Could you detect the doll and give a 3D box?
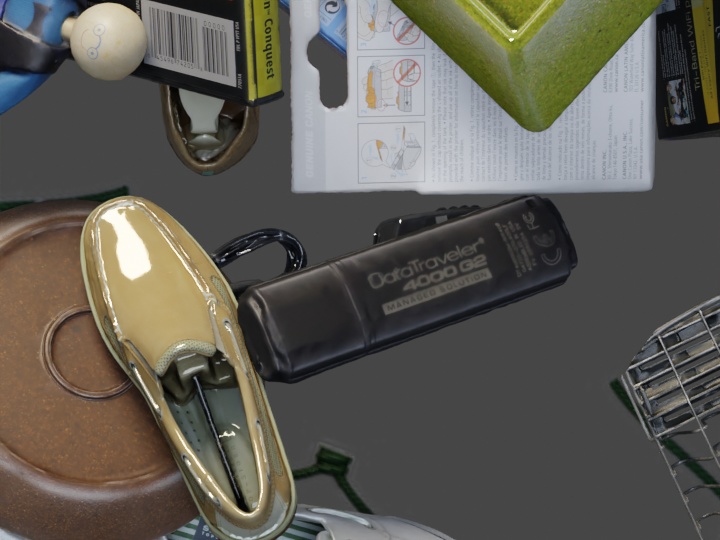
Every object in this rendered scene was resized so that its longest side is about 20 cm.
[{"bbox_3d":[-0.201,-0.137,1.553,0.200,0.048,0.137,17,90,18],"label":"doll"}]

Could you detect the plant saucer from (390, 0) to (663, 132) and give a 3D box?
[{"bbox_3d":[0.080,-0.207,1.517,0.200,0.048,0.200,44,103,10],"label":"plant saucer"}]

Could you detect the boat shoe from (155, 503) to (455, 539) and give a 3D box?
[{"bbox_3d":[-0.022,0.165,1.618,0.200,0.067,0.074,11,90,-5],"label":"boat shoe"}]

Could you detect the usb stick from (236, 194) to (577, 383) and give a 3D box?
[{"bbox_3d":[0.026,0.008,1.575,0.200,0.033,0.056,-19,81,-29],"label":"usb stick"}]

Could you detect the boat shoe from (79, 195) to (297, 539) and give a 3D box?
[{"bbox_3d":[-0.087,0.044,1.533,0.072,0.076,0.200,-29,76,-3],"label":"boat shoe"}]

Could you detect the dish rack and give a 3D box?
[{"bbox_3d":[0.237,0.105,1.649,0.153,0.055,0.200,-25,90,-6],"label":"dish rack"}]

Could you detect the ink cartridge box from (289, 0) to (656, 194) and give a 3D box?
[{"bbox_3d":[0.061,-0.123,1.621,0.199,0.050,0.161,-1,103,-1],"label":"ink cartridge box"}]

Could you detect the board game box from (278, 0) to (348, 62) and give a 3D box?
[{"bbox_3d":[0.011,-0.228,1.635,0.151,0.037,0.200,39,88,-4],"label":"board game box"}]

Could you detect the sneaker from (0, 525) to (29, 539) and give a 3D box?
[{"bbox_3d":[-0.198,0.096,1.599,0.200,0.073,0.085,39,89,-3],"label":"sneaker"}]

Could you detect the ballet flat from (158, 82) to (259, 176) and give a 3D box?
[{"bbox_3d":[-0.084,-0.144,1.583,0.068,0.072,0.200,1,108,0],"label":"ballet flat"}]

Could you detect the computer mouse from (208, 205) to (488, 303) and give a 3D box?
[{"bbox_3d":[0.000,0.000,1.622,0.200,0.034,0.059,-5,83,-16],"label":"computer mouse"}]

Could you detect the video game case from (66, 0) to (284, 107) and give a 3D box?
[{"bbox_3d":[-0.119,-0.190,1.535,0.025,0.200,0.181,-21,117,-41],"label":"video game case"}]

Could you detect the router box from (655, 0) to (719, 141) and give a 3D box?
[{"bbox_3d":[0.201,-0.174,1.588,0.052,0.157,0.201,-7,91,-18],"label":"router box"}]

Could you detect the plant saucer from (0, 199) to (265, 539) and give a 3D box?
[{"bbox_3d":[-0.145,0.048,1.584,0.200,0.034,0.201,5,67,-13],"label":"plant saucer"}]
